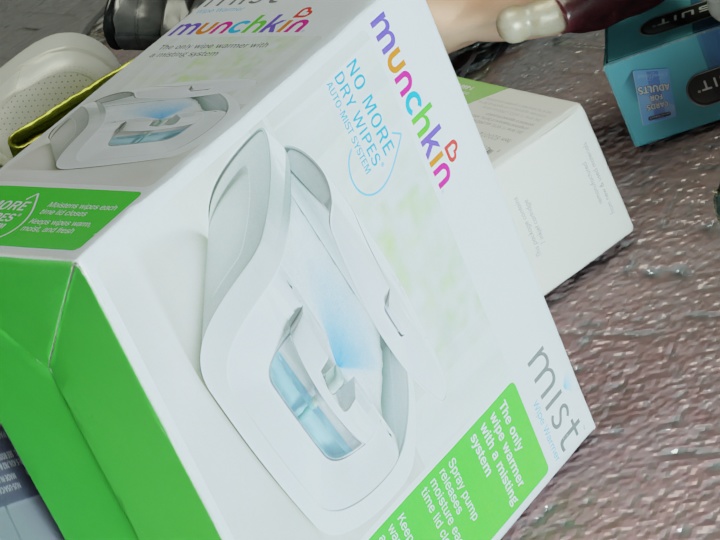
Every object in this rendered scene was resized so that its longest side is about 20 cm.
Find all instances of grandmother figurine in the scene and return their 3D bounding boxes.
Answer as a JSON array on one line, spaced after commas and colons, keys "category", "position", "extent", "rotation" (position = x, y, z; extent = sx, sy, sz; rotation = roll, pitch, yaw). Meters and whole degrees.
[{"category": "grandmother figurine", "position": [0.094, -0.126, 0.990], "extent": [0.199, 0.061, 0.121], "rotation": [-10, 23, 29]}]

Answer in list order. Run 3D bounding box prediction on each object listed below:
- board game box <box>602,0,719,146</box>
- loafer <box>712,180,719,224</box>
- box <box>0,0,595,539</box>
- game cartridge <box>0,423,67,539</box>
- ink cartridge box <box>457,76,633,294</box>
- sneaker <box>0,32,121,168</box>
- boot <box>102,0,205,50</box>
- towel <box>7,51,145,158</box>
[{"category": "board game box", "position": [0.193, -0.144, 1.059], "extent": [0.151, 0.047, 0.200], "rotation": [-18, 27, 16]}, {"category": "loafer", "position": [0.194, -0.006, 0.782], "extent": [0.063, 0.072, 0.200], "rotation": [-44, 33, -23]}, {"category": "box", "position": [-0.029, 0.025, 0.766], "extent": [0.096, 0.200, 0.176], "rotation": [4, 37, 44]}, {"category": "game cartridge", "position": [-0.126, 0.061, 0.805], "extent": [0.041, 0.133, 0.200], "rotation": [-32, -7, 16]}, {"category": "ink cartridge box", "position": [0.000, 0.000, 0.936], "extent": [0.200, 0.067, 0.117], "rotation": [-34, 26, -20]}, {"category": "sneaker", "position": [-0.161, -0.001, 0.923], "extent": [0.200, 0.074, 0.116], "rotation": [-52, 21, 11]}, {"category": "boot", "position": [-0.065, -0.105, 1.055], "extent": [0.131, 0.070, 0.200], "rotation": [9, 31, 15]}, {"category": "towel", "position": [-0.090, -0.035, 0.888], "extent": [0.086, 0.018, 0.200], "rotation": [-34, -13, -10]}]
